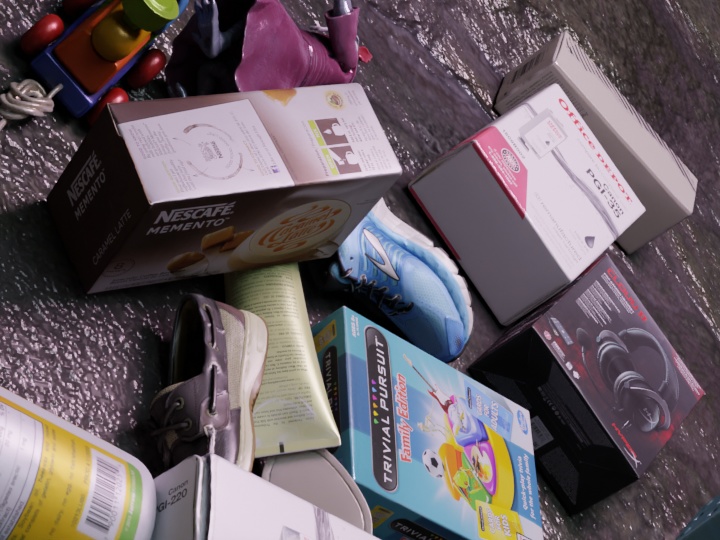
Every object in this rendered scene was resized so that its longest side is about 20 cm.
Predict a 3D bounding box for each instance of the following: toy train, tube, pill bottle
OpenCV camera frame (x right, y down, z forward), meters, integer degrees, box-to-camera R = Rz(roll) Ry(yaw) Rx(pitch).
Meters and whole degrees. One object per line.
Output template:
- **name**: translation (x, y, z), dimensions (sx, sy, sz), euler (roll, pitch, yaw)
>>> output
- **toy train**: translation (-0.170, -0.156, 1.381), dimensions (0.085, 0.116, 0.200), euler (48, 33, -11)
- **tube**: translation (-0.064, 0.042, 1.403), dimensions (0.052, 0.058, 0.201), euler (26, 41, -39)
- **pill bottle**: translation (-0.217, 0.112, 1.085), dimensions (0.200, 0.111, 0.112), euler (32, 39, -32)

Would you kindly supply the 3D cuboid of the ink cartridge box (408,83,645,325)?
- **ink cartridge box**: translation (0.145, -0.062, 1.743), dimensions (0.147, 0.083, 0.200), euler (55, 32, -1)

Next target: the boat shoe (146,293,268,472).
- **boat shoe**: translation (-0.105, 0.097, 1.294), dimensions (0.065, 0.073, 0.201), euler (28, 37, -20)

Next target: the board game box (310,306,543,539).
- **board game box**: translation (0.048, 0.134, 1.472), dimensions (0.200, 0.047, 0.152), euler (30, 40, -34)

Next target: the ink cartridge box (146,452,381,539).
- **ink cartridge box**: translation (-0.062, 0.201, 1.176), dimensions (0.200, 0.145, 0.085), euler (32, 40, -32)

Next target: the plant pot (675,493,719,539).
- **plant pot**: translation (0.365, 0.267, 1.689), dimensions (0.200, 0.141, 0.141), euler (51, 32, 4)

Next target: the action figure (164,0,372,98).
- **action figure**: translation (-0.049, -0.155, 1.526), dimensions (0.199, 0.134, 0.150), euler (-5, 66, -51)

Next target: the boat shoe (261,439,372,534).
- **boat shoe**: translation (-0.013, 0.208, 1.336), dimensions (0.063, 0.072, 0.201), euler (89, -23, -65)

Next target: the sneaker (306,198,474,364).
- **sneaker**: translation (0.000, 0.000, 1.529), dimensions (0.200, 0.078, 0.090), euler (47, 52, -7)

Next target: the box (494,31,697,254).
- **box**: translation (0.221, -0.118, 1.897), dimensions (0.200, 0.082, 0.068), euler (47, 32, -16)

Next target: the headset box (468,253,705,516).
- **headset box**: translation (0.193, 0.087, 1.679), dimensions (0.149, 0.077, 0.200), euler (55, 34, 0)

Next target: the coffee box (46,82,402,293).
- **coffee box**: translation (-0.090, -0.056, 1.348), dimensions (0.199, 0.114, 0.080), euler (-8, 63, -37)
